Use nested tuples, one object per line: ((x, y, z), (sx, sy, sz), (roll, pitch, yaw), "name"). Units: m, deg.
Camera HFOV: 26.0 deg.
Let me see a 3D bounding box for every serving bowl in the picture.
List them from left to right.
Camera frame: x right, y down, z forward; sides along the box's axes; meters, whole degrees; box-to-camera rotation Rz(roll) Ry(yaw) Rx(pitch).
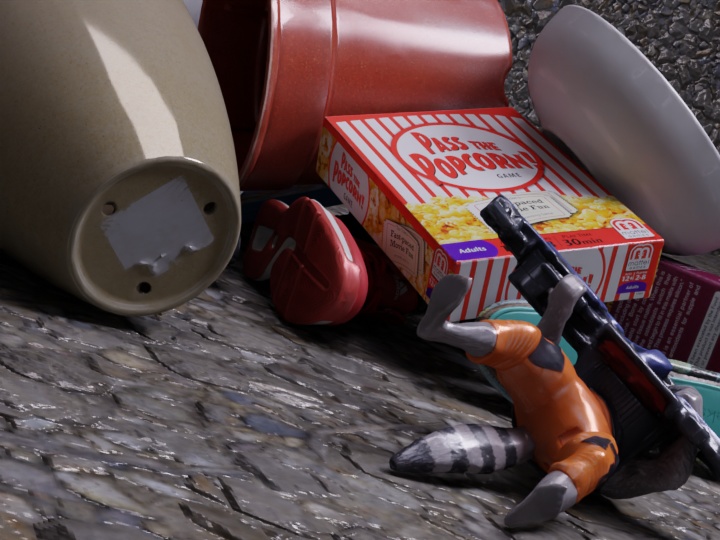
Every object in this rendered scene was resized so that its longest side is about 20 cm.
((0.177, -0.085, 1.082), (0.200, 0.066, 0.200), (54, -2, 3), "serving bowl")

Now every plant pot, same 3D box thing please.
((-0.145, -0.068, 0.848), (0.187, 0.187, 0.200), (14, 23, -36), "plant pot")
((-0.005, -0.145, 1.157), (0.195, 0.201, 0.201), (4, 13, -21), "plant pot")

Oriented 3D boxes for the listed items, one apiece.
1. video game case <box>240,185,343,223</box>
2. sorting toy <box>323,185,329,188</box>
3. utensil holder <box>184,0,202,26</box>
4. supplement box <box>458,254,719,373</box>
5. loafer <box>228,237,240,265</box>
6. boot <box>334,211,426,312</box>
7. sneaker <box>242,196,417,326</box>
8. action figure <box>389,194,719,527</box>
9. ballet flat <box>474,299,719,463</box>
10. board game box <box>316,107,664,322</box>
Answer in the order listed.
((-0.039, -0.071, 1.384), (0.143, 0.018, 0.200), (-10, 8, 2), "video game case")
((-0.003, -0.113, 1.298), (0.185, 0.037, 0.200), (25, 36, 20), "sorting toy")
((-0.136, -0.180, 1.424), (0.200, 0.170, 0.170), (-2, -6, 35), "utensil holder")
((0.182, 0.037, 1.090), (0.200, 0.110, 0.086), (24, 8, 27), "supplement box")
((-0.155, -0.057, 1.051), (0.200, 0.070, 0.068), (26, 10, 38), "loafer")
((0.023, -0.021, 1.281), (0.198, 0.073, 0.162), (24, 14, 38), "boot")
((0.000, 0.000, 1.026), (0.115, 0.078, 0.200), (16, 10, -19), "sneaker")
((0.087, 0.055, 0.780), (0.200, 0.105, 0.193), (53, 19, 27), "action figure")
((0.152, 0.074, 0.964), (0.200, 0.074, 0.074), (24, 7, -10), "ballet flat")
((0.079, -0.043, 1.025), (0.151, 0.046, 0.200), (-6, 33, -25), "board game box")
